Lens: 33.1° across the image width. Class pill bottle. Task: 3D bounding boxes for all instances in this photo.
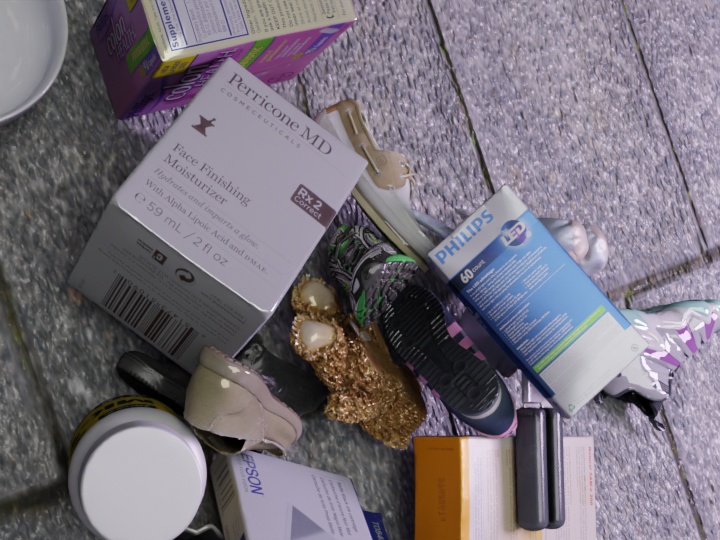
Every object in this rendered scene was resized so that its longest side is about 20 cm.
[{"bbox_3d":[-0.190,0.169,1.023,0.113,0.200,0.116,0,89,-14],"label":"pill bottle"}]

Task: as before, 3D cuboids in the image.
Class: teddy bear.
[{"bbox_3d":[-0.012,0.093,1.178,0.200,0.066,0.146,39,26,-51],"label":"teddy bear"}]

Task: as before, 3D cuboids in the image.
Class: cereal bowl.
[{"bbox_3d":[-0.368,-0.213,1.085,0.198,0.083,0.203,5,78,-23],"label":"cereal bowl"}]

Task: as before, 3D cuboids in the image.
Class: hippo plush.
[{"bbox_3d":[0.163,0.029,1.242,0.198,0.158,0.163,7,88,-41],"label":"hippo plush"}]

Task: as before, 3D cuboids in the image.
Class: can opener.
[{"bbox_3d":[0.186,0.149,1.171,0.053,0.066,0.203,6,80,-42],"label":"can opener"}]

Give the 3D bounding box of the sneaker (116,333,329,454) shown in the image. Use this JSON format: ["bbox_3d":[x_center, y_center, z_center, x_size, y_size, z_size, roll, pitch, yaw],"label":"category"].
[{"bbox_3d":[-0.128,0.100,1.154,0.199,0.060,0.105,34,70,-21],"label":"sneaker"}]

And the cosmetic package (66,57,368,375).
[{"bbox_3d":[-0.128,-0.043,1.088,0.164,0.165,0.201,36,54,-7],"label":"cosmetic package"}]

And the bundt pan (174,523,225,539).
[{"bbox_3d":[-0.162,0.329,1.085,0.200,0.076,0.205,4,79,-24],"label":"bundt pan"}]

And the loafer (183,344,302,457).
[{"bbox_3d":[-0.108,0.125,1.046,0.075,0.200,0.069,30,76,24],"label":"loafer"}]

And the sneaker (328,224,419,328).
[{"bbox_3d":[0.000,0.000,1.164,0.085,0.200,0.078,41,89,-3],"label":"sneaker"}]

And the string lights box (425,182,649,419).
[{"bbox_3d":[0.163,0.029,1.135,0.103,0.059,0.200,-40,84,-2],"label":"string lights box"}]

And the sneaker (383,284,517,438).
[{"bbox_3d":[0.088,0.095,1.208,0.070,0.200,0.082,-37,133,3],"label":"sneaker"}]

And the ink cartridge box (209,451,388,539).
[{"bbox_3d":[-0.030,0.255,1.098,0.198,0.200,0.041,21,114,-28],"label":"ink cartridge box"}]

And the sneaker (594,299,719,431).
[{"bbox_3d":[0.341,0.109,1.362,0.198,0.078,0.142,-6,85,-16],"label":"sneaker"}]

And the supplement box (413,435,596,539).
[{"bbox_3d":[0.147,0.230,1.221,0.198,0.073,0.128,7,79,-38],"label":"supplement box"}]

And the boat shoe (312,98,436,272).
[{"bbox_3d":[0.020,-0.090,1.209,0.068,0.075,0.201,-38,75,-1],"label":"boat shoe"}]

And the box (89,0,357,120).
[{"bbox_3d":[-0.133,-0.232,1.144,0.198,0.176,0.098,-17,87,-26],"label":"box"}]
